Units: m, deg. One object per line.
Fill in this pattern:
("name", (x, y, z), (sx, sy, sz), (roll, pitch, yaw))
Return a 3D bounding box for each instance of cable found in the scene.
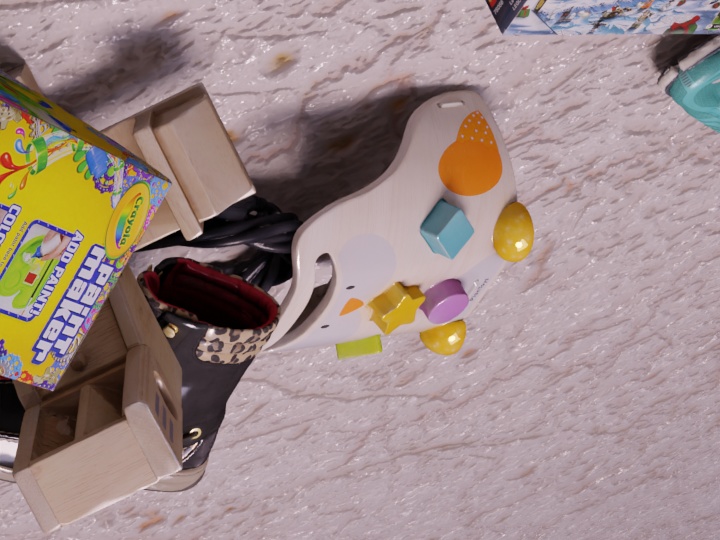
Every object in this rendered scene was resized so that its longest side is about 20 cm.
("cable", (-0.117, 0.003, 1.402), (0.199, 0.051, 0.163), (6, 140, -46))

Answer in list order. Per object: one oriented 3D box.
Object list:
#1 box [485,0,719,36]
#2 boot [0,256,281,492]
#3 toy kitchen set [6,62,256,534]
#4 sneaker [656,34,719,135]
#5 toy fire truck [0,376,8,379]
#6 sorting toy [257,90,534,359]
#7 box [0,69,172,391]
("box", (0.189, -0.201, 1.296), (0.199, 0.040, 0.137), (-4, 148, -34))
("boot", (-0.155, 0.060, 1.291), (0.199, 0.073, 0.151), (13, 127, -30))
("toy kitchen set", (-0.136, -0.009, 1.136), (0.163, 0.201, 0.181), (-26, -164, 2))
("sneaker", (0.275, -0.112, 1.483), (0.077, 0.080, 0.200), (-36, 150, 22))
("toy fire truck", (-0.206, 0.084, 1.416), (0.141, 0.049, 0.200), (-28, 142, 33))
("sorting toy", (0.000, 0.000, 1.377), (0.180, 0.107, 0.200), (-17, 149, -43))
("box", (-0.233, -0.059, 0.999), (0.192, 0.200, 0.122), (25, 96, -56))
